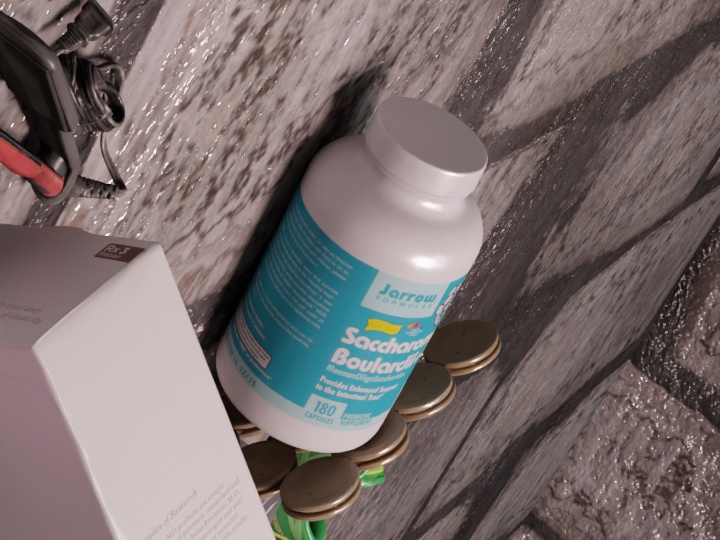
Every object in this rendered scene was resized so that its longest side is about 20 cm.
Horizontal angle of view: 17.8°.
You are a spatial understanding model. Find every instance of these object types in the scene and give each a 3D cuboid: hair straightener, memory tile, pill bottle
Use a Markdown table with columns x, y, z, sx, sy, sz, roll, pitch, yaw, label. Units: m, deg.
| x | y | z | sx | sy | sz | roll | pitch | yaw | label |
| --- | --- | --- | --- | --- | --- | --- | --- | --- | --- |
| -0.114 | -0.066 | 0.920 | 0.077 | 0.041 | 0.200 | -52 | 167 | -4 | hair straightener |
| -0.017 | 0.083 | 1.434 | 0.200 | 0.152 | 0.017 | -42 | 128 | -37 | memory tile |
| 0.000 | 0.000 | 1.328 | 0.111 | 0.110 | 0.201 | -33 | 156 | -55 | pill bottle |

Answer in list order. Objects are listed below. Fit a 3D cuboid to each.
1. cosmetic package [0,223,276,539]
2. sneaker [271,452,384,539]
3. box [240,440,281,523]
| x | y | z | sx | sy | sz | roll | pitch | yaw | label |
| --- | --- | --- | --- | --- | --- | --- | --- | --- | --- |
| -0.111 | 0.085 | 0.957 | 0.081 | 0.112 | 0.201 | -43 | 124 | -37 | cosmetic package |
| -0.007 | 0.112 | 1.644 | 0.201 | 0.083 | 0.074 | -59 | 165 | 19 | sneaker |
| -0.136 | 0.230 | 1.573 | 0.158 | 0.048 | 0.201 | -38 | 160 | -47 | box |
